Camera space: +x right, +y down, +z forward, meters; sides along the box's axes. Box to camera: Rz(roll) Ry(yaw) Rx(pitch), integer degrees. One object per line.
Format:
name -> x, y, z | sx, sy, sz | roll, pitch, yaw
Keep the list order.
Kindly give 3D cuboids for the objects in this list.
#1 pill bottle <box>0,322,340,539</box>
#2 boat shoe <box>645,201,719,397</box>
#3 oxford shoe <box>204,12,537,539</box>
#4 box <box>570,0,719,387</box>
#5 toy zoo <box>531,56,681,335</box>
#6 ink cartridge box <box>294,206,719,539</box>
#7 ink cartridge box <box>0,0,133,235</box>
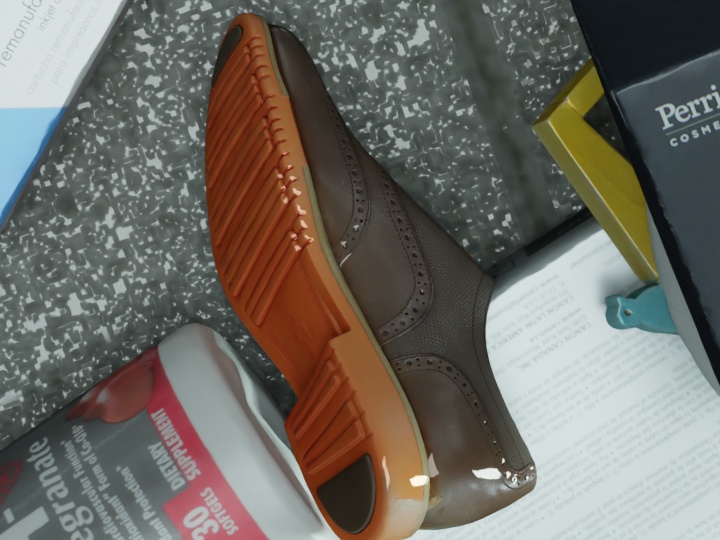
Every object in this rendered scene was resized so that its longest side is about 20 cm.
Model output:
pill bottle -> -0.106, 0.116, 1.027 | 0.200, 0.111, 0.111 | -35, 98, 4
boat shoe -> 0.133, -0.037, 0.971 | 0.072, 0.066, 0.200 | -13, 89, -14
oxford shoe -> 0.000, 0.000, 1.013 | 0.073, 0.071, 0.200 | -7, 65, -27
box -> 0.190, -0.028, 0.885 | 0.200, 0.104, 0.182 | -21, 112, 5
toy zoo -> 0.151, -0.056, 1.022 | 0.131, 0.020, 0.200 | 43, 78, -7
ink cartridge box -> 0.096, 0.087, 1.059 | 0.162, 0.057, 0.200 | -33, 101, 3
ink cartridge box -> -0.186, -0.102, 1.012 | 0.200, 0.067, 0.116 | 29, 97, -5
